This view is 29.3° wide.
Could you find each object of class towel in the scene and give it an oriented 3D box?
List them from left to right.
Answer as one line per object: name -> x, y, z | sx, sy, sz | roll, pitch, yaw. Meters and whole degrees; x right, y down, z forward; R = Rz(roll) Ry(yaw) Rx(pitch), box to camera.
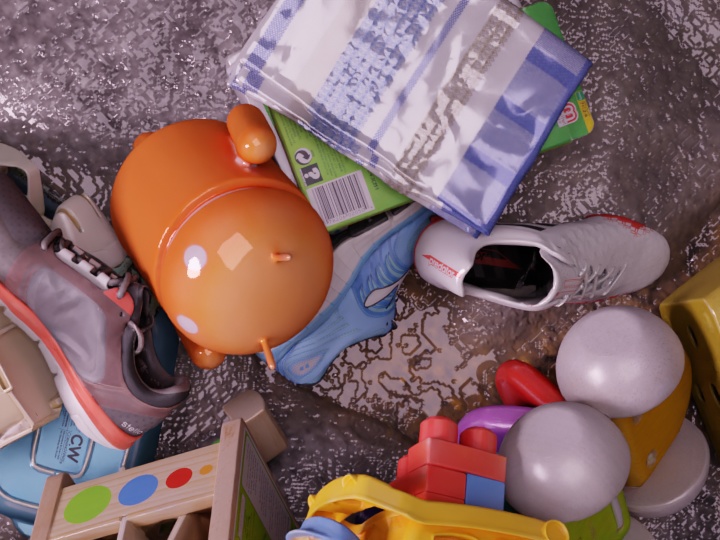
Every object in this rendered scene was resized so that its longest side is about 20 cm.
towel -> 0.032, -0.129, 0.887 | 0.200, 0.024, 0.147 | 32, 85, -7

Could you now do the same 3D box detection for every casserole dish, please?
casserole dish -> -0.198, 0.093, 0.957 | 0.121, 0.039, 0.200 | 13, 86, -3

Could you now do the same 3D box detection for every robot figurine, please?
robot figurine -> -0.090, -0.025, 0.882 | 0.144, 0.200, 0.117 | -43, 132, 1

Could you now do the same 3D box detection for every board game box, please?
board game box -> 0.048, -0.101, 0.912 | 0.200, 0.030, 0.096 | -20, 93, -3

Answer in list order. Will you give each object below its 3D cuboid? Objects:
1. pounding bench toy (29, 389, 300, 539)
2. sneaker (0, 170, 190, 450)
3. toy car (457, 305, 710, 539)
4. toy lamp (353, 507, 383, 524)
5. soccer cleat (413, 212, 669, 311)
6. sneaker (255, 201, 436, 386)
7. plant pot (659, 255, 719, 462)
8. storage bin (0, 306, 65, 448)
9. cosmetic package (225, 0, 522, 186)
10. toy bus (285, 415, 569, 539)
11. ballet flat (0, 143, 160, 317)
pounding bench toy -> -0.128, 0.176, 0.902 | 0.156, 0.200, 0.124 | -17, 123, 11
sneaker -> -0.172, 0.012, 0.862 | 0.082, 0.077, 0.200 | -29, 100, 18
toy car -> 0.136, 0.121, 0.923 | 0.150, 0.175, 0.200 | 13, 54, 34
toy lamp -> 0.068, 0.213, 0.905 | 0.058, 0.200, 0.058 | -19, 123, -32
soccer cleat -> 0.133, -0.002, 0.943 | 0.200, 0.085, 0.069 | 4, 110, -23
sneaker -> 0.000, 0.000, 0.969 | 0.200, 0.078, 0.090 | -44, 128, -17
plant pot -> 0.317, 0.051, 0.919 | 0.176, 0.200, 0.200 | -21, 88, -2
storage bin -> -0.311, 0.047, 0.891 | 0.200, 0.094, 0.199 | -29, 89, 16
cosmetic package -> 0.017, -0.140, 0.964 | 0.200, 0.085, 0.108 | -27, 92, -4
toy bus -> 0.021, 0.176, 0.783 | 0.200, 0.136, 0.192 | 13, 65, -23
ballet flat -> -0.217, -0.035, 0.929 | 0.200, 0.074, 0.074 | 31, 84, 7
